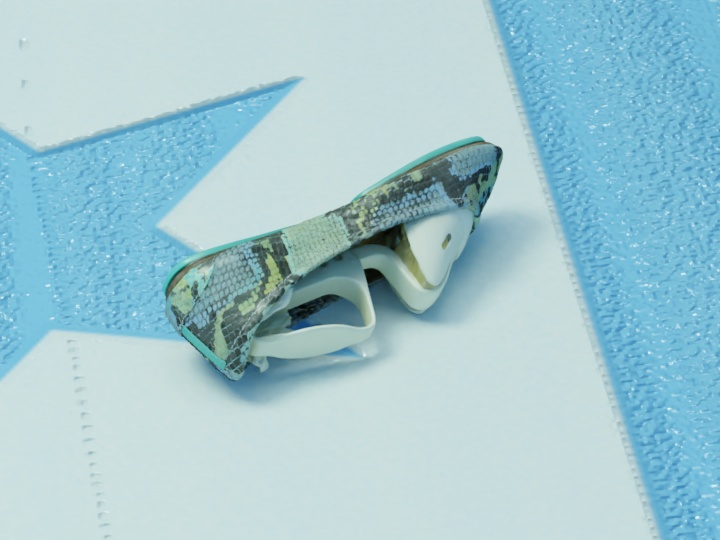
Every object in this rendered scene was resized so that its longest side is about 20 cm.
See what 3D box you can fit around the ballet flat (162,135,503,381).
[{"bbox_3d":[0.000,0.000,1.401,0.199,0.075,0.074,-25,42,-25],"label":"ballet flat"}]
